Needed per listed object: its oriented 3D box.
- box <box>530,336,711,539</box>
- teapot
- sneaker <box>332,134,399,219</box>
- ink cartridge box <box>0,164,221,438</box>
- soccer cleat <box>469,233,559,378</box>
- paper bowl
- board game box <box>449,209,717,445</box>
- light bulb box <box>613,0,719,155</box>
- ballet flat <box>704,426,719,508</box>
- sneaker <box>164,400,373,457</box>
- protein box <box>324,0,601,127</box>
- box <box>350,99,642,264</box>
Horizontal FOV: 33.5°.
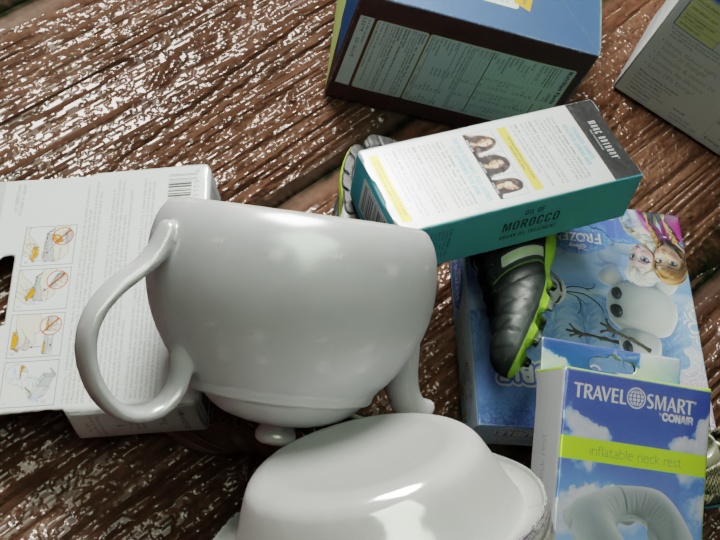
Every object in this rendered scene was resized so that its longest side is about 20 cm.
[{"bbox_3d":[0.176,0.151,0.824,0.121,0.048,0.202,10,79,-18],"label":"box"},{"bbox_3d":[-0.050,0.036,0.750,0.198,0.197,0.147,9,91,7],"label":"teapot"},{"bbox_3d":[0.000,0.000,0.904,0.073,0.081,0.201,17,61,0],"label":"sneaker"},{"bbox_3d":[-0.191,0.021,0.848,0.172,0.044,0.201,-5,56,5],"label":"ink cartridge box"},{"bbox_3d":[0.110,-0.007,0.910,0.080,0.068,0.201,14,53,3],"label":"soccer cleat"},{"bbox_3d":[0.010,0.152,0.686,0.199,0.200,0.105,-19,104,-24],"label":"paper bowl"},{"bbox_3d":[0.173,0.041,0.959,0.198,0.043,0.201,4,64,-14],"label":"board game box"},{"bbox_3d":[0.366,-0.203,1.053,0.197,0.200,0.125,33,59,1],"label":"light bulb box"},{"bbox_3d":[0.199,0.153,0.884,0.198,0.068,0.076,-12,112,-16],"label":"ballet flat"},{"bbox_3d":[-0.057,0.098,0.841,0.199,0.076,0.071,19,60,-7],"label":"sneaker"},{"bbox_3d":[0.090,-0.244,1.026,0.198,0.135,0.200,13,60,-10],"label":"protein box"},{"bbox_3d":[0.099,-0.063,0.878,0.198,0.049,0.083,-14,56,-20],"label":"box"}]
